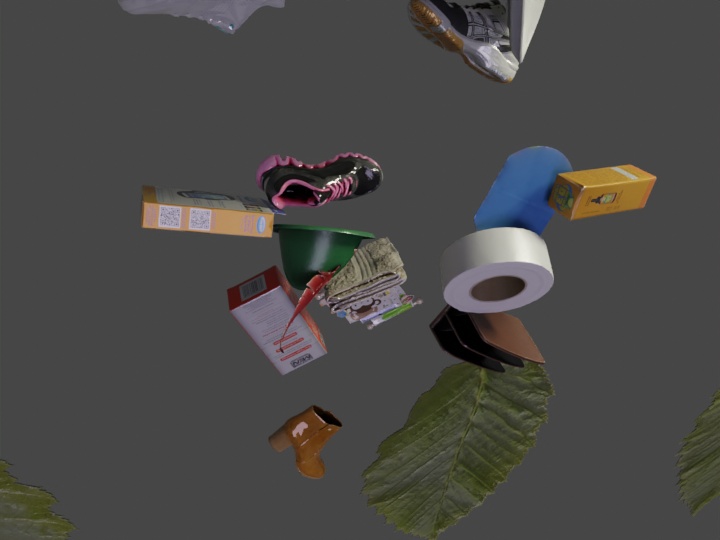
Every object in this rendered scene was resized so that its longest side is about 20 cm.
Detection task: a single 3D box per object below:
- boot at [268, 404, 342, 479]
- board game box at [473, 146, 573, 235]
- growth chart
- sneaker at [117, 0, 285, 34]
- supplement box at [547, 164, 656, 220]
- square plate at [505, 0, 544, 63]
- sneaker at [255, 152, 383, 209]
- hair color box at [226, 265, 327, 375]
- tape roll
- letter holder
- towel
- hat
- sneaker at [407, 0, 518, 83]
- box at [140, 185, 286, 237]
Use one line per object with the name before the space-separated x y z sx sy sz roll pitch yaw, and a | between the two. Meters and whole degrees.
boot | -0.094 0.386 1.298 0.143 0.071 0.201 -33 126 12
board game box | 0.282 -0.132 1.034 0.157 0.039 0.201 15 114 -28
growth chart | 0.015 0.054 1.078 0.144 0.018 0.200 -32 143 16
sneaker | -0.182 -0.322 0.692 0.198 0.076 0.089 -17 143 -8
supplement box | 0.431 -0.142 1.032 0.198 0.069 0.067 -11 129 -30
square plate | 0.206 -0.395 0.702 0.028 0.201 0.199 10 145 22
sneaker | -0.055 -0.126 0.878 0.198 0.096 0.080 -7 127 -16
hair color box | -0.147 0.095 1.047 0.101 0.061 0.201 -26 131 2
tape roll | 0.245 0.005 1.061 0.200 0.071 0.203 -3 151 -2
letter holder | 0.264 0.154 1.190 0.199 0.143 0.101 22 118 -33
towel | 0.000 0.000 0.941 0.131 0.200 0.035 -22 108 0
hat | -0.075 0.024 0.894 0.199 0.165 0.178 4 89 -40
sneaker | 0.152 -0.342 0.802 0.199 0.076 0.088 19 104 -35
box | -0.212 -0.084 0.836 0.198 0.119 0.042 6 106 -22
